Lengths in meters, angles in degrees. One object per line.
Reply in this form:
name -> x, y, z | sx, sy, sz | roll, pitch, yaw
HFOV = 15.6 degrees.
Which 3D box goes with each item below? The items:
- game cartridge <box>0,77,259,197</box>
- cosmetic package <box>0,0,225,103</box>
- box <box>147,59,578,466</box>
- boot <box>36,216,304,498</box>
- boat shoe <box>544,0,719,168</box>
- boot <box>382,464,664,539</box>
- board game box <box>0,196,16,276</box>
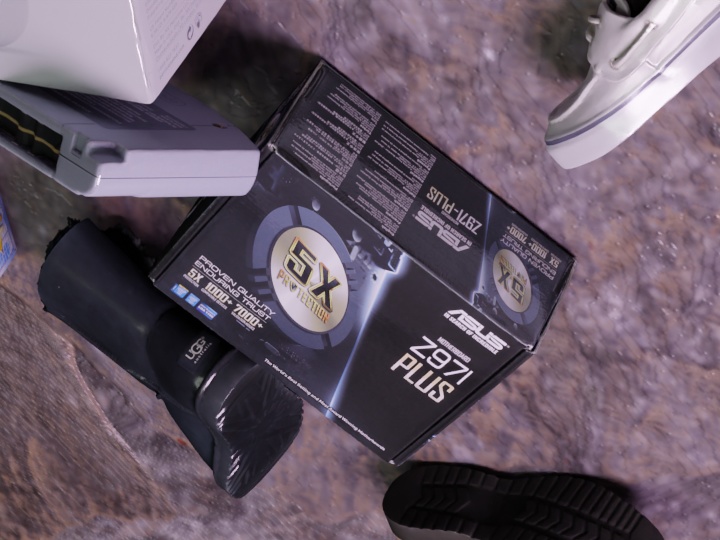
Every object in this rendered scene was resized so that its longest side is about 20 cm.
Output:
game cartridge -> -0.155, -0.089, 1.521 | 0.200, 0.133, 0.041 | 32, 118, 43
cosmetic package -> -0.193, -0.219, 1.454 | 0.199, 0.123, 0.201 | 11, 136, 21
box -> 0.000, 0.000, 1.586 | 0.200, 0.086, 0.164 | 38, 137, -9
boot -> -0.126, 0.053, 1.721 | 0.168, 0.076, 0.200 | 39, 167, 19
boat shoe -> 0.153, -0.128, 1.388 | 0.066, 0.072, 0.200 | 42, 136, -7
boot -> 0.122, 0.203, 1.734 | 0.199, 0.078, 0.139 | 15, 142, 36
board game box -> -0.304, -0.075, 1.703 | 0.199, 0.062, 0.200 | 32, 138, -3
